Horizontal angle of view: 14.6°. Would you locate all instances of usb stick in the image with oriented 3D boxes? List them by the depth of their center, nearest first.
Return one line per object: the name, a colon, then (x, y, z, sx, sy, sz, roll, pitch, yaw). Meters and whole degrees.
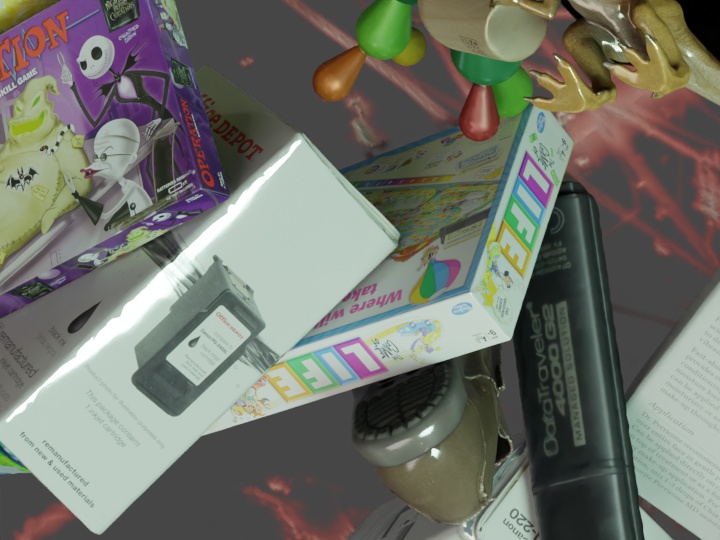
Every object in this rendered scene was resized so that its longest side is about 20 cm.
usb stick: (0.101, 0.058, 1.340, 0.055, 0.033, 0.201, -17, 73, 34)

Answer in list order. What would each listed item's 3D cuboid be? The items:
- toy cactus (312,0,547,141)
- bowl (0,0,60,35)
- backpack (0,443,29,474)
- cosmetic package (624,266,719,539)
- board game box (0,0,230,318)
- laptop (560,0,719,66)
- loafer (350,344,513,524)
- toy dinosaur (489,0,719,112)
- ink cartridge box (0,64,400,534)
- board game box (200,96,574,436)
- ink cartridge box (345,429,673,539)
toy cactus: (0.024, -0.128, 1.256, 0.200, 0.102, 0.165, 61, 169, -30)
bowl: (-0.207, -0.163, 1.336, 0.199, 0.108, 0.201, 6, 135, 6)
backpack: (-0.210, 0.023, 1.479, 0.153, 0.163, 0.201, -1, 129, 11)
cosmetic package: (0.202, 0.039, 1.323, 0.101, 0.071, 0.200, 35, 131, 3)
board game box: (-0.159, -0.048, 1.312, 0.200, 0.032, 0.120, -27, 65, 26)
laptop: (0.146, -0.171, 1.174, 0.177, 0.103, 0.200, 43, 161, -32)
loafer: (0.035, 0.069, 1.349, 0.073, 0.200, 0.071, -25, 104, 15)
toy dinosaur: (0.119, -0.098, 1.165, 0.200, 0.106, 0.060, 38, 128, -10)
ink cartridge box: (-0.098, 0.008, 1.343, 0.083, 0.200, 0.145, 48, 175, -28)
board game box: (0.000, 0.000, 1.359, 0.200, 0.135, 0.034, -18, 125, 36)
ink cartridge box: (0.078, 0.172, 1.438, 0.146, 0.085, 0.200, 44, 151, -7)
